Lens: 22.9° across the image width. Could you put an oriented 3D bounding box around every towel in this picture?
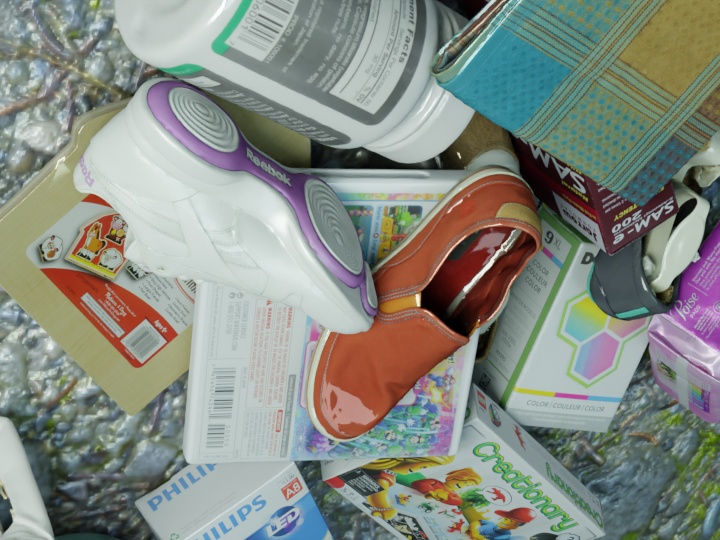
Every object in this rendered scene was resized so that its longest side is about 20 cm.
[{"bbox_3d":[0.149,-0.123,1.015,0.199,0.022,0.147,25,117,-41],"label":"towel"}]

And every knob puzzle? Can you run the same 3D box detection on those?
[{"bbox_3d":[-0.113,-0.032,1.061,0.218,0.030,0.221,-17,127,-24],"label":"knob puzzle"}]

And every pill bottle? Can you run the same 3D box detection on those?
[{"bbox_3d":[-0.028,-0.135,0.993,0.199,0.113,0.113,22,105,-42],"label":"pill bottle"}]

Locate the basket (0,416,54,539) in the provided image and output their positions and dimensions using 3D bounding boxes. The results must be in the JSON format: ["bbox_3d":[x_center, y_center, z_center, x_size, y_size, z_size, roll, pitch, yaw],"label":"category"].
[{"bbox_3d":[-0.287,0.165,0.992,0.199,0.136,0.124,1,121,-27],"label":"basket"}]

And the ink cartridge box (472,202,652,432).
[{"bbox_3d":[0.161,0.014,1.259,0.103,0.059,0.201,8,114,-36],"label":"ink cartridge box"}]

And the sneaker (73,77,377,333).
[{"bbox_3d":[-0.074,-0.025,1.008,0.099,0.075,0.200,-35,119,27],"label":"sneaker"}]

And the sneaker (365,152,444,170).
[{"bbox_3d":[0.000,0.000,1.130,0.088,0.074,0.201,-8,123,-32],"label":"sneaker"}]

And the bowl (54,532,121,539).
[{"bbox_3d":[-0.186,0.250,1.149,0.200,0.105,0.202,-18,128,-24],"label":"bowl"}]

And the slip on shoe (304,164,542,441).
[{"bbox_3d":[0.036,0.027,1.060,0.074,0.061,0.200,31,109,-30],"label":"slip on shoe"}]

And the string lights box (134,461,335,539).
[{"bbox_3d":[-0.068,0.207,1.232,0.102,0.059,0.201,-34,133,-11],"label":"string lights box"}]

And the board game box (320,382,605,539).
[{"bbox_3d":[0.076,0.158,1.278,0.126,0.035,0.200,-24,138,23],"label":"board game box"}]

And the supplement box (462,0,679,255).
[{"bbox_3d":[0.127,-0.119,1.107,0.061,0.109,0.201,-32,129,-11],"label":"supplement box"}]

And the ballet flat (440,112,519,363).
[{"bbox_3d":[0.076,-0.023,1.168,0.067,0.072,0.201,-12,125,-29],"label":"ballet flat"}]

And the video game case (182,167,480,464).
[{"bbox_3d":[-0.013,0.030,1.098,0.181,0.024,0.201,0,119,-15],"label":"video game case"}]

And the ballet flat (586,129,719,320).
[{"bbox_3d":[0.213,-0.060,1.193,0.073,0.073,0.201,28,78,-43],"label":"ballet flat"}]

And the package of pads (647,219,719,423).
[{"bbox_3d":[0.266,0.034,1.280,0.121,0.075,0.200,-54,163,-5],"label":"package of pads"}]
